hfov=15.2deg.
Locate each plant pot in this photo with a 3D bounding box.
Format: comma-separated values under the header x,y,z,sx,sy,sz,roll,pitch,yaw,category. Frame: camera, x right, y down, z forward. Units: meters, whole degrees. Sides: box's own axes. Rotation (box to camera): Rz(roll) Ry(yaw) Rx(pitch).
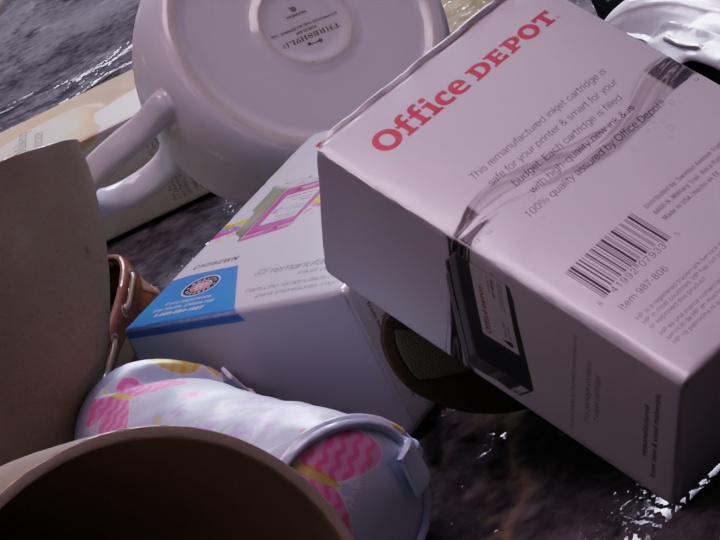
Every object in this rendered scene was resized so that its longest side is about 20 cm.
x,y,z,sx,sy,sz,roll,pitch,yaw,category
-0.120,0.149,1.019,0.187,0.188,0.200,-37,17,-26,plant pot
-0.198,0.039,1.279,0.200,0.135,0.200,-24,2,1,plant pot

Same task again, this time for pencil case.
x,y,z,sx,sy,sz,roll,pitch,yaw,category
-0.050,0.090,1.196,0.091,0.083,0.200,-20,16,-26,pencil case

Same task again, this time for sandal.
x,y,z,sx,sy,sz,roll,pitch,yaw,category
0.098,0.000,1.240,0.200,0.082,0.055,-33,13,-15,sandal

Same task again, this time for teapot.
x,y,z,sx,sy,sz,roll,pitch,yaw,category
-0.050,-0.107,1.576,0.146,0.200,0.198,118,165,-60,teapot

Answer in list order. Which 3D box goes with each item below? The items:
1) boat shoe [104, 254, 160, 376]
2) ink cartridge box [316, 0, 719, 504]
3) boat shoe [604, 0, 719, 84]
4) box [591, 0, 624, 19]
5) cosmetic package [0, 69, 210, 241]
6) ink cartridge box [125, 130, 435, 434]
x,y,z,sx,sy,sz,roll,pitch,yaw,category
-0.157,0.061,1.403,0.076,0.072,0.200,-16,24,26,boat shoe
0.101,-0.017,1.142,0.200,0.084,0.145,34,57,29,ink cartridge box
0.179,-0.098,1.404,0.068,0.072,0.200,-36,32,-23,boat shoe
0.242,-0.245,1.584,0.196,0.124,0.200,-12,24,36,box
-0.191,-0.057,1.727,0.200,0.071,0.105,-26,21,2,cosmetic package
0.000,0.000,1.347,0.144,0.085,0.200,-10,25,37,ink cartridge box
